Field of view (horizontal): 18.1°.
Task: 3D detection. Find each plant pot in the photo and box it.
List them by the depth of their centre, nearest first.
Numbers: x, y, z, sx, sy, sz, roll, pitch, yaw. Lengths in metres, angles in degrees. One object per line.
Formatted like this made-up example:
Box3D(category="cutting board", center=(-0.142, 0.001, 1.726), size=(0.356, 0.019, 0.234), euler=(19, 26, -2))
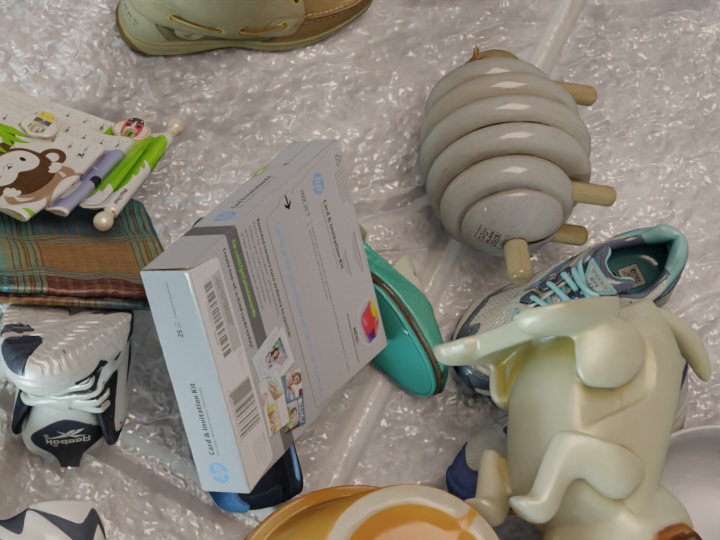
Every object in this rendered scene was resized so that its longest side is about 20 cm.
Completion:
Box3D(category="plant pot", center=(0.013, 0.221, 1.434), size=(0.199, 0.183, 0.202), euler=(5, 68, -13))

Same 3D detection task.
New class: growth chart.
Box3D(category="growth chart", center=(-0.235, -0.083, 1.537), size=(0.199, 0.018, 0.145), euler=(16, 42, 7))

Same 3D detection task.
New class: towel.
Box3D(category="towel", center=(-0.199, -0.015, 1.479), size=(0.145, 0.200, 0.022), euler=(2, 107, -15))

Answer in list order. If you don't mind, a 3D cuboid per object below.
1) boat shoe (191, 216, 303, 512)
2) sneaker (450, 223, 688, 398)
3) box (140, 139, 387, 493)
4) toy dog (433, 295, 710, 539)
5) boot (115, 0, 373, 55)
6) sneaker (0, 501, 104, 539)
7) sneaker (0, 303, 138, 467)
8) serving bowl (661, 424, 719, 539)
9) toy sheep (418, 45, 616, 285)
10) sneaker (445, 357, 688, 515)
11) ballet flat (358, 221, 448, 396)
Box3D(category="boat shoe", center=(-0.080, 0.063, 1.541), size=(0.068, 0.084, 0.202), euler=(-4, 86, -24))
Box3D(category="sneaker", center=(0.149, 0.018, 1.604), size=(0.199, 0.086, 0.078), euler=(-30, 78, -23))
Box3D(category="box", center=(-0.057, 0.025, 1.457), size=(0.200, 0.041, 0.157), euler=(-44, 127, -50))
Box3D(category="toy dog", center=(0.152, 0.127, 1.468), size=(0.193, 0.139, 0.202), euler=(-4, 80, -41))
Box3D(category="boot", center=(-0.067, -0.220, 1.600), size=(0.198, 0.156, 0.073), euler=(-8, 71, -18))
Box3D(category="sneaker", center=(-0.249, 0.222, 1.412), size=(0.198, 0.080, 0.130), euler=(-1, 61, -26))
Box3D(category="sneaker", center=(-0.186, 0.076, 1.444), size=(0.079, 0.199, 0.131), euler=(4, 107, -3))
Box3D(category="serving bowl", center=(0.248, 0.213, 1.567), size=(0.198, 0.066, 0.202), euler=(5, 67, -13))
Box3D(category="toy sheep", center=(0.106, -0.077, 1.608), size=(0.137, 0.138, 0.201), euler=(3, 51, -14))
Box3D(category="sneaker", center=(0.142, 0.097, 1.561), size=(0.199, 0.089, 0.075), euler=(-25, 48, -27))
Box3D(category="ballet flat", center=(0.000, 0.000, 1.586), size=(0.200, 0.067, 0.070), euler=(43, 51, 2))
